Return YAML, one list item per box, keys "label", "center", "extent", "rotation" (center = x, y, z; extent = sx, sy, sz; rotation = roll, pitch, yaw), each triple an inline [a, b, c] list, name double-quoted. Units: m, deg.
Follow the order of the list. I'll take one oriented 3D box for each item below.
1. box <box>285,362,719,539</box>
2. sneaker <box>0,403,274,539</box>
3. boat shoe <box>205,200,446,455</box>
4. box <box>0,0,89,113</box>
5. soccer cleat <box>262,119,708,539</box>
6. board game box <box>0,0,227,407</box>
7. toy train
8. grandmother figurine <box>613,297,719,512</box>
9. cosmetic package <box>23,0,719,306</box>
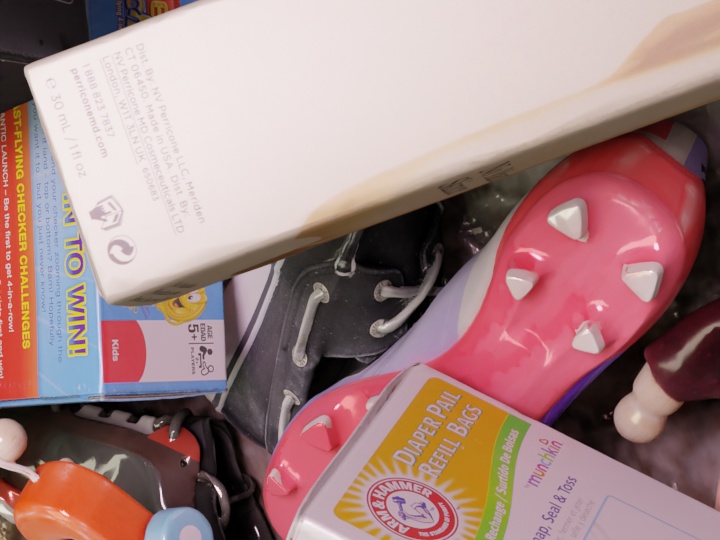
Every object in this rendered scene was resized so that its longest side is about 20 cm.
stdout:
- label: "box"
  center: [0.069, 0.132, 0.714]
  extent: [0.200, 0.101, 0.113]
  rotation: [27, 121, 9]
- label: "sneaker"
  center: [-0.086, 0.080, 0.958]
  extent: [0.200, 0.077, 0.082]
  rotation: [40, 106, 19]
- label: "boat shoe"
  center: [0.000, 0.000, 0.824]
  extent: [0.068, 0.072, 0.200]
  rotation: [48, 136, 17]
- label: "box"
  center: [-0.182, -0.141, 0.748]
  extent: [0.148, 0.124, 0.200]
  rotation: [-17, 74, 38]
- label: "soccer cleat"
  center: [0.041, 0.028, 0.781]
  extent: [0.067, 0.076, 0.200]
  rotation: [42, 126, 1]
- label: "board game box"
  center: [-0.136, -0.048, 0.885]
  extent: [0.196, 0.056, 0.200]
  rotation: [-6, 85, 46]
- label: "toy train"
  center: [-0.153, 0.093, 0.874]
  extent: [0.200, 0.056, 0.150]
  rotation: [-8, 137, 46]
- label: "grandmother figurine"
  center: [0.137, 0.047, 0.737]
  extent: [0.121, 0.061, 0.200]
  rotation: [8, 115, 10]
- label: "cosmetic package"
  center: [0.018, -0.056, 0.683]
  extent: [0.200, 0.105, 0.071]
  rotation: [-20, 88, 7]
